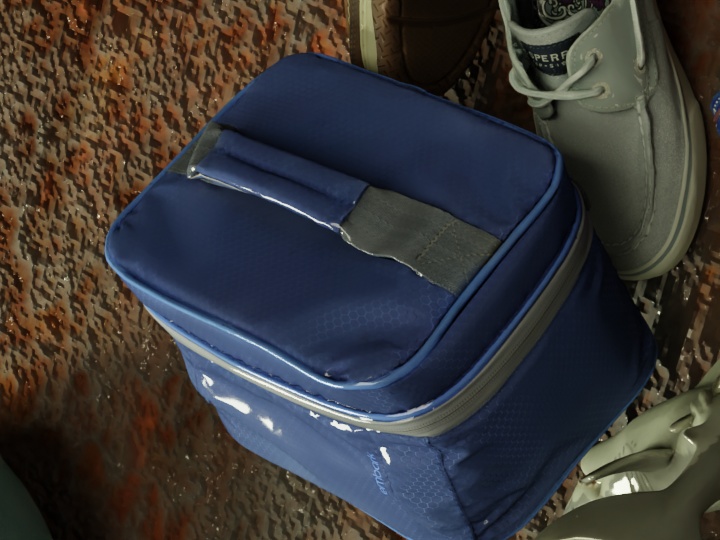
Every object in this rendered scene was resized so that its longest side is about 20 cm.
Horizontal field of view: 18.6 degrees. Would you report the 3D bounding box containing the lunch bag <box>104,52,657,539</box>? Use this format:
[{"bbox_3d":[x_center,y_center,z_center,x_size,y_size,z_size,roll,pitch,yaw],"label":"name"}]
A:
[{"bbox_3d":[0.000,0.000,0.859,0.200,0.136,0.132,23,153,41],"label":"lunch bag"}]

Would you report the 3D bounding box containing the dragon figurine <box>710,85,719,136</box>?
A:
[{"bbox_3d":[0.166,-0.144,0.782,0.099,0.059,0.200,50,127,57],"label":"dragon figurine"}]

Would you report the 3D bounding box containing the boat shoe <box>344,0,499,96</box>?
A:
[{"bbox_3d":[0.021,-0.172,0.910,0.075,0.075,0.203,17,99,47],"label":"boat shoe"}]

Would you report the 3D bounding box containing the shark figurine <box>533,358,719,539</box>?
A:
[{"bbox_3d":[0.138,0.083,0.803,0.128,0.214,0.090,-39,89,5],"label":"shark figurine"}]

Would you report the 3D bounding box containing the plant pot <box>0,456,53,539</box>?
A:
[{"bbox_3d":[-0.215,0.189,1.056,0.200,0.200,0.134,-31,104,34],"label":"plant pot"}]

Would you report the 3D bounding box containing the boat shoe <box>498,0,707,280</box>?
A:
[{"bbox_3d":[0.082,-0.093,0.865,0.070,0.071,0.201,-9,91,35],"label":"boat shoe"}]
